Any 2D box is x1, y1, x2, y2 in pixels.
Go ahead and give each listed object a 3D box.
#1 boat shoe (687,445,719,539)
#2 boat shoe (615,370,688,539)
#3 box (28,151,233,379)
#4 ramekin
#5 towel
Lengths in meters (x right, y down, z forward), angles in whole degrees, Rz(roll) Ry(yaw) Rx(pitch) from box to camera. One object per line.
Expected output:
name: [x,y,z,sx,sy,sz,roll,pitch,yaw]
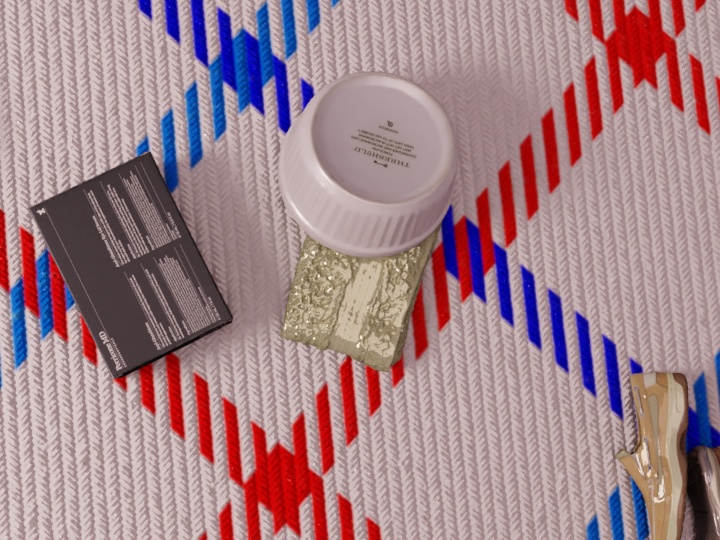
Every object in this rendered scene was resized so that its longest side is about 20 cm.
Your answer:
boat shoe: [0.418,0.295,1.163,0.072,0.076,0.201,-5,87,-9]
boat shoe: [0.325,0.214,1.170,0.076,0.072,0.201,2,77,8]
box: [-0.243,-0.004,1.114,0.141,0.079,0.200,-26,88,-11]
ramekin: [0.015,-0.123,1.122,0.202,0.094,0.203,4,68,-10]
towel: [0.000,0.000,1.162,0.148,0.036,0.201,18,83,-4]
